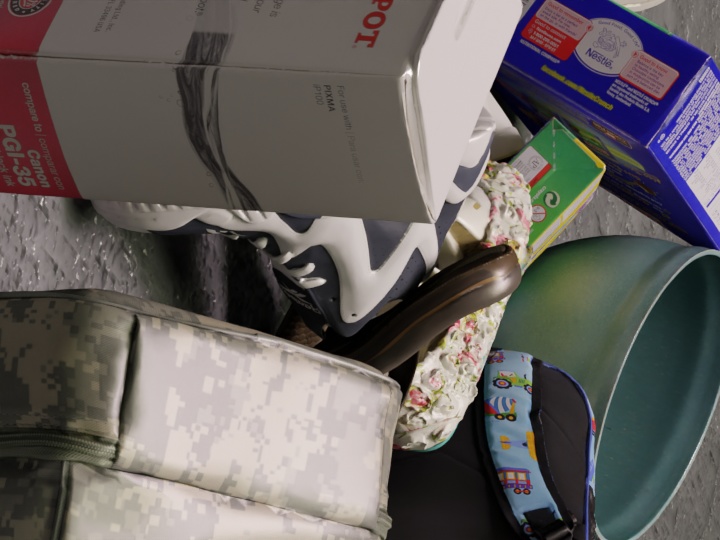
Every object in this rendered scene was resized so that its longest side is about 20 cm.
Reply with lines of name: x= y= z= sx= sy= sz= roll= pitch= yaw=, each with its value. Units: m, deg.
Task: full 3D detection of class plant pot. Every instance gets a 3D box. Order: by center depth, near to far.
plant pot: x=0.139 y=0.062 z=1.805 sx=0.200 sy=0.134 sz=0.201 roll=-42 pitch=142 yaw=-44

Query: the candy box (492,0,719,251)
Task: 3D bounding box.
candy box: x=0.167 y=-0.103 z=1.780 sx=0.077 sy=0.169 sz=0.200 roll=-53 pitch=150 yaw=-5

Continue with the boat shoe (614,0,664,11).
boat shoe: x=0.145 y=-0.207 z=1.885 sx=0.200 sy=0.062 sz=0.075 roll=-21 pitch=128 yaw=-46

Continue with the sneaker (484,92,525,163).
sneaker: x=0.019 y=-0.079 z=1.584 sx=0.085 sy=0.073 sz=0.200 roll=63 pitch=27 yaw=4

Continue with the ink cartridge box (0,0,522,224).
ink cartridge box: x=-0.048 y=-0.099 z=1.138 sx=0.147 sy=0.200 sz=0.083 roll=-67 pitch=154 yaw=-42

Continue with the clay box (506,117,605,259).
clay box: x=0.087 y=-0.024 z=1.657 sx=0.115 sy=0.048 sz=0.200 roll=-46 pitch=177 yaw=-2

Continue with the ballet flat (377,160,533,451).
ballet flat: x=0.045 y=0.004 z=1.477 sx=0.064 sy=0.076 sz=0.200 roll=54 pitch=38 yaw=-39

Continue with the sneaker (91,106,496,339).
sneaker: x=-0.037 y=-0.015 z=1.306 sx=0.199 sy=0.079 sz=0.130 roll=-16 pitch=133 yaw=-32

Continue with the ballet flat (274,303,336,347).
ballet flat: x=0.000 y=0.000 z=1.431 sx=0.200 sy=0.046 sz=0.067 roll=-62 pitch=179 yaw=30

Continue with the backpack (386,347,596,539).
backpack: x=0.039 y=0.130 z=1.516 sx=0.200 sy=0.182 sz=0.135 roll=-79 pitch=173 yaw=-54

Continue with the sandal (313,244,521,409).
sandal: x=0.006 y=0.055 z=1.378 sx=0.055 sy=0.200 sz=0.082 roll=54 pitch=22 yaw=-6

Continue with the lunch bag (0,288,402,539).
lunch bag: x=-0.093 y=0.107 z=1.089 sx=0.200 sy=0.139 sz=0.168 roll=20 pitch=70 yaw=-47
